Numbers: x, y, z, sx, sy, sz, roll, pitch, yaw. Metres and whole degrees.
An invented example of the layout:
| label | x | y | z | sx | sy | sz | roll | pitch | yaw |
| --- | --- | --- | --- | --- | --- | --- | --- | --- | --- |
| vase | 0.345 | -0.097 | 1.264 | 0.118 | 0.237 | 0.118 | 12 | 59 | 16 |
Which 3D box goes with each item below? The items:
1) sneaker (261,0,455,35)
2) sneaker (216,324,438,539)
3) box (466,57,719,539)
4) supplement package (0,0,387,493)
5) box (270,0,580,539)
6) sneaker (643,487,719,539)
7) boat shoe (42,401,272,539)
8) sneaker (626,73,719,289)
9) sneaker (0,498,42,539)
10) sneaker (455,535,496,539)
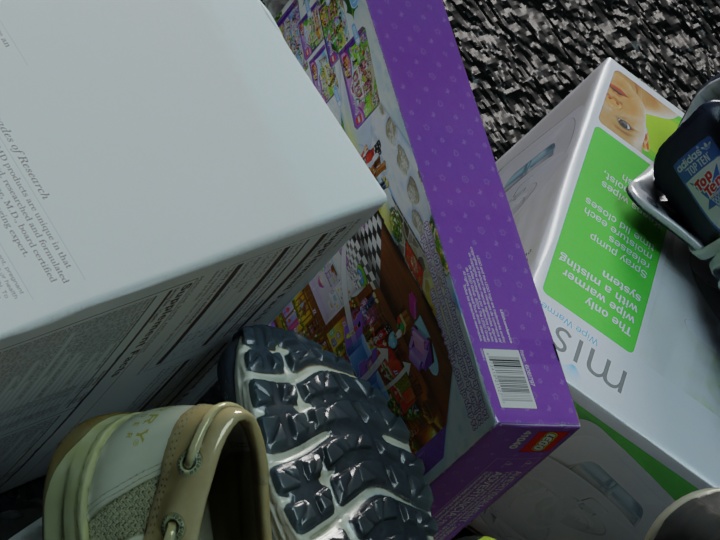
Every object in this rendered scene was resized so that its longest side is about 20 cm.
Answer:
| label | x | y | z | sx | sy | sz | roll | pitch | yaw |
| --- | --- | --- | --- | --- | --- | --- | --- | --- | --- |
| sneaker | -0.011 | -0.160 | 1.089 | 0.099 | 0.069 | 0.201 | 7 | 59 | -41 |
| sneaker | -0.020 | 0.115 | 0.825 | 0.077 | 0.086 | 0.201 | 9 | 57 | -51 |
| box | 0.127 | 0.050 | 1.010 | 0.200 | 0.097 | 0.177 | 36 | 42 | -11 |
| supplement package | -0.132 | -0.019 | 0.824 | 0.199 | 0.151 | 0.152 | -21 | 72 | -44 |
| box | 0.000 | 0.000 | 0.919 | 0.039 | 0.137 | 0.201 | 4 | 57 | -34 |
| sneaker | 0.174 | 0.156 | 0.835 | 0.200 | 0.106 | 0.075 | 42 | 87 | -5 |
| boat shoe | -0.045 | 0.141 | 0.765 | 0.073 | 0.063 | 0.202 | -2 | 84 | -50 |
| sneaker | 0.156 | 0.007 | 0.940 | 0.108 | 0.070 | 0.201 | 32 | 36 | -22 |
| sneaker | -0.114 | 0.103 | 0.807 | 0.090 | 0.066 | 0.200 | 41 | 46 | -7 |
| sneaker | 0.078 | 0.171 | 0.867 | 0.076 | 0.076 | 0.200 | -37 | 47 | -26 |
